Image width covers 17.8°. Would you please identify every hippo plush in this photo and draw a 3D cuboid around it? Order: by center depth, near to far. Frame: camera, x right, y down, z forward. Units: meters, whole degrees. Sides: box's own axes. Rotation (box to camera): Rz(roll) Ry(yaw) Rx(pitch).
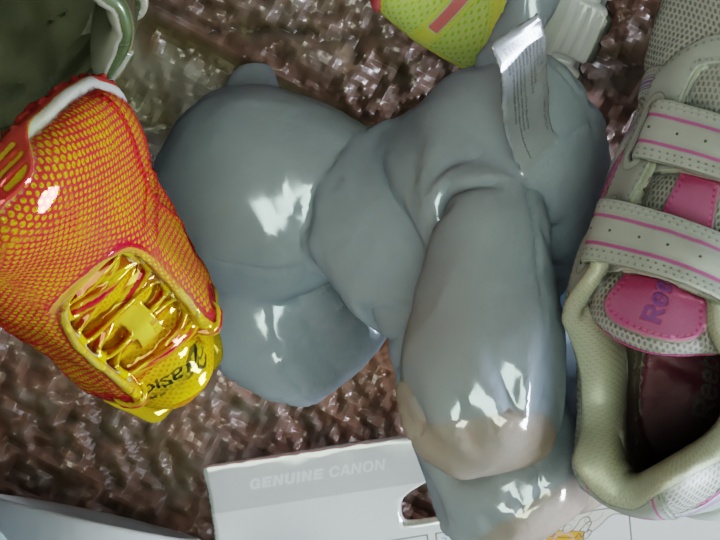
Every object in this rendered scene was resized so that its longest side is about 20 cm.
[{"bbox_3d":[0.000,0.000,0.756,0.160,0.160,0.200,2,134,23],"label":"hippo plush"}]

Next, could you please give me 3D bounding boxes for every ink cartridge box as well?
[{"bbox_3d":[0.049,0.133,0.861,0.199,0.045,0.177,-8,106,-3],"label":"ink cartridge box"}]

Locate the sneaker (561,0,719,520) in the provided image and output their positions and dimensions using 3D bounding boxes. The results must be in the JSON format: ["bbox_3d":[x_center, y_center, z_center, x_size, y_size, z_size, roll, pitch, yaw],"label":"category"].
[{"bbox_3d":[0.108,-0.010,0.687,0.081,0.088,0.201,11,106,28],"label":"sneaker"}]

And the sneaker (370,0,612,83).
[{"bbox_3d":[0.062,-0.157,0.773,0.090,0.078,0.201,19,103,-7],"label":"sneaker"}]

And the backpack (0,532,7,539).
[{"bbox_3d":[-0.190,0.110,0.673,0.176,0.153,0.200,-49,142,2],"label":"backpack"}]

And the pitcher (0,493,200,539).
[{"bbox_3d":[-0.134,0.181,0.826,0.121,0.171,0.201,17,84,-44],"label":"pitcher"}]

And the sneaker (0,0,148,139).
[{"bbox_3d":[-0.083,-0.090,0.679,0.200,0.090,0.067,-48,127,-10],"label":"sneaker"}]

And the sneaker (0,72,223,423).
[{"bbox_3d":[-0.070,-0.001,0.650,0.073,0.200,0.077,-45,79,-2],"label":"sneaker"}]
